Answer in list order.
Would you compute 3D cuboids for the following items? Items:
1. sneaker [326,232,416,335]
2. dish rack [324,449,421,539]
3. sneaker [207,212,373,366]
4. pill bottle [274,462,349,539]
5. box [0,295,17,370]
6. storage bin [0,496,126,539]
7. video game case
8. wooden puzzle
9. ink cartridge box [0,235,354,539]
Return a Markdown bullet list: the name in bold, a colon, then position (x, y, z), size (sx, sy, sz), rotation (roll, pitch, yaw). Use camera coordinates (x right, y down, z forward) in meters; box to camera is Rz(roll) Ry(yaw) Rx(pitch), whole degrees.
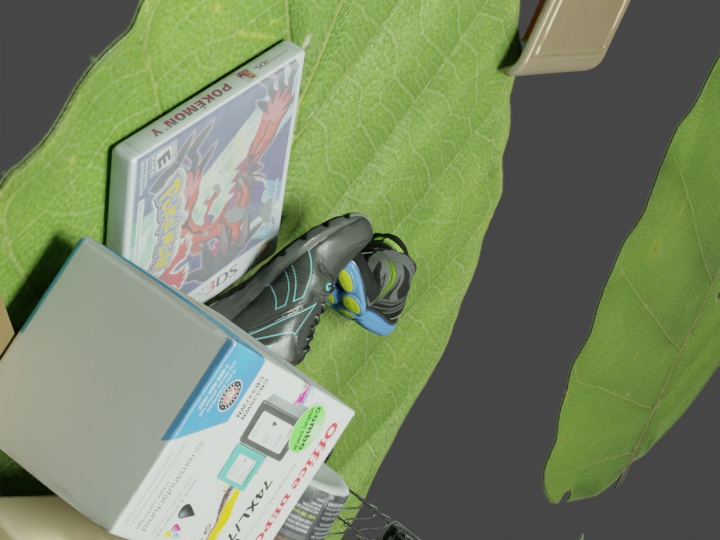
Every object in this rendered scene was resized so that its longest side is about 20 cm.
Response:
- **sneaker**: position (0.000, 0.000, 1.600), size (0.083, 0.071, 0.200), rotation (-62, 163, -2)
- **dish rack**: position (-0.028, 0.261, 1.712), size (0.054, 0.200, 0.154), rotation (19, 103, -56)
- **sneaker**: position (-0.062, 0.032, 1.450), size (0.200, 0.079, 0.075), rotation (-38, -178, -15)
- **pill bottle**: position (-0.102, 0.253, 1.664), size (0.200, 0.106, 0.106), rotation (-60, 157, 6)
- **box**: position (-0.283, 0.059, 1.150), size (0.164, 0.021, 0.200), rotation (-46, 155, -25)
- **storage bin**: position (-0.247, 0.259, 1.347), size (0.199, 0.094, 0.200), rotation (-52, 158, 11)
- **video game case**: position (-0.114, -0.047, 1.354), size (0.182, 0.023, 0.200), rotation (-38, 150, -39)
- **wooden puzzle**: position (0.212, -0.267, 1.722), size (0.185, 0.037, 0.200), rotation (-14, 137, -59)
- **ink cartridge box**: position (-0.130, 0.097, 1.276), size (0.147, 0.146, 0.200), rotation (-57, 152, -2)
